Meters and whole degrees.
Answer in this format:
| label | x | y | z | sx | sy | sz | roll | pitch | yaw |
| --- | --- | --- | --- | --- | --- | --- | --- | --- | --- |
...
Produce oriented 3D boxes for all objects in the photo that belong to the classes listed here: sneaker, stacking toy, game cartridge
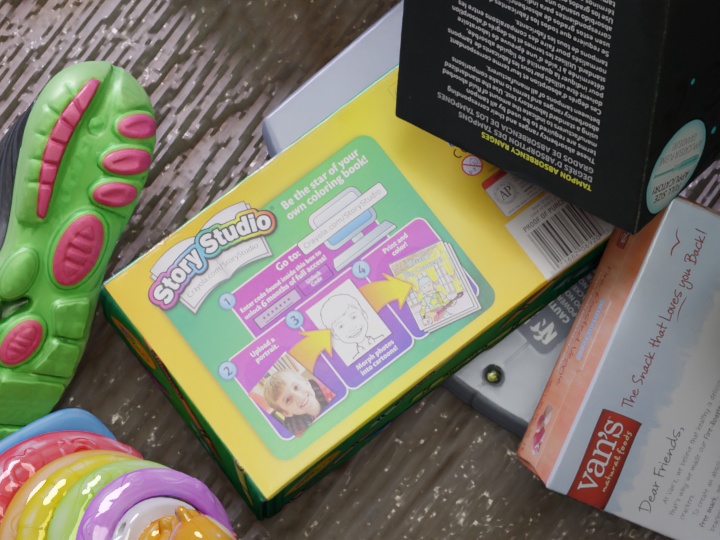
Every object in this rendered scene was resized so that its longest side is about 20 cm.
| label | x | y | z | sx | sy | sz | roll | pitch | yaw |
| --- | --- | --- | --- | --- | --- | --- | --- | --- | --- |
| sneaker | -0.149 | 0.000 | 1.303 | 0.077 | 0.084 | 0.201 | 30 | 94 | -13 |
| stacking toy | -0.094 | 0.117 | 1.198 | 0.110 | 0.200 | 0.116 | -31 | 98 | -26 |
| game cartridge | 0.055 | -0.023 | 1.329 | 0.133 | 0.041 | 0.200 | -40 | 81 | -13 |

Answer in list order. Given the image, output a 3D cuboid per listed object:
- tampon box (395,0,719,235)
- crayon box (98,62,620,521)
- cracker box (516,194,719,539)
| label | x | y | z | sx | sy | sz | roll | pitch | yaw |
| --- | --- | --- | --- | --- | --- | --- | --- | --- | --- |
| tampon box | 0.111 | -0.149 | 1.187 | 0.126 | 0.201 | 0.150 | 28 | 45 | 25 |
| crayon box | 0.000 | 0.000 | 1.275 | 0.200 | 0.058 | 0.119 | -37 | 80 | -9 |
| cracker box | 0.184 | 0.060 | 1.256 | 0.199 | 0.058 | 0.134 | 23 | 95 | -15 |
